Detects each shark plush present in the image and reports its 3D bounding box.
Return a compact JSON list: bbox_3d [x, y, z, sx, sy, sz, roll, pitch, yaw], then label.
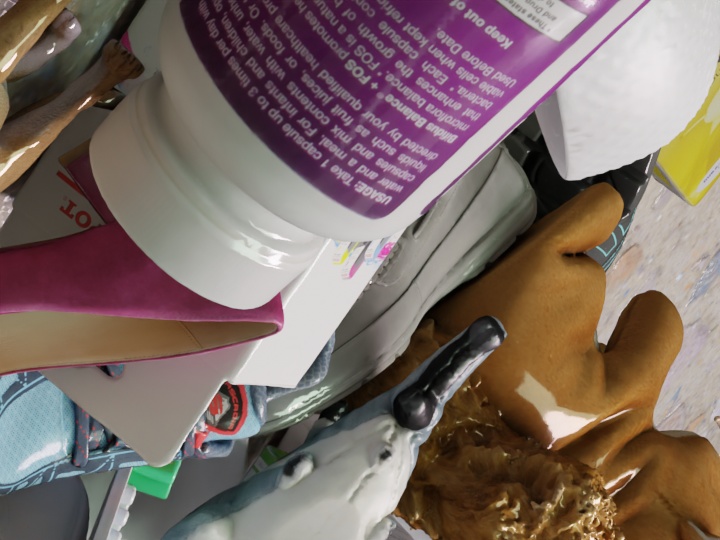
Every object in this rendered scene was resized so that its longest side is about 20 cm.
[{"bbox_3d":[-0.022,0.082,1.214,0.200,0.091,0.083,-55,-164,25],"label":"shark plush"}]

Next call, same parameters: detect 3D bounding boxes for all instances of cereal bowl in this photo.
[{"bbox_3d":[0.089,-0.137,1.039,0.083,0.200,0.200,-14,152,1],"label":"cereal bowl"}]

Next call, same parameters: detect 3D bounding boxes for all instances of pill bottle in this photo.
[{"bbox_3d":[0.006,-0.081,0.906,0.200,0.112,0.112,-43,161,23],"label":"pill bottle"}]

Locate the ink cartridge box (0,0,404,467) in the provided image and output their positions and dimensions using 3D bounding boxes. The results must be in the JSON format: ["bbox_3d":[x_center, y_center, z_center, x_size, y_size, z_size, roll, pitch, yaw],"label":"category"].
[{"bbox_3d":[-0.046,-0.036,1.052,0.200,0.115,0.068,-55,160,9],"label":"ink cartridge box"}]

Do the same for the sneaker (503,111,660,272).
[{"bbox_3d":[0.101,-0.036,1.399,0.079,0.075,0.200,-40,165,-47],"label":"sneaker"}]

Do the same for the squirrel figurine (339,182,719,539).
[{"bbox_3d":[0.087,0.090,1.301,0.141,0.187,0.200,-29,-171,41],"label":"squirrel figurine"}]

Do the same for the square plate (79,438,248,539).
[{"bbox_3d":[-0.128,0.134,1.258,0.200,0.028,0.198,-38,153,-28],"label":"square plate"}]

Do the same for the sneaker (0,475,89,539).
[{"bbox_3d":[-0.183,0.110,1.080,0.200,0.075,0.089,-31,137,-37],"label":"sneaker"}]

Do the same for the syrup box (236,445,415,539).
[{"bbox_3d":[0.008,0.172,1.259,0.079,0.200,0.081,27,102,-43],"label":"syrup box"}]

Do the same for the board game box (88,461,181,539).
[{"bbox_3d":[-0.123,0.180,1.130,0.200,0.026,0.200,-76,-172,-64],"label":"board game box"}]

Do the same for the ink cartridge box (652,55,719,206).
[{"bbox_3d":[0.198,-0.143,1.436,0.198,0.047,0.200,-51,159,1],"label":"ink cartridge box"}]

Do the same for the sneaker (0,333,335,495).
[{"bbox_3d":[-0.084,0.037,1.100,0.200,0.095,0.079,-28,124,-49],"label":"sneaker"}]

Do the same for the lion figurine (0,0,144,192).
[{"bbox_3d":[-0.139,-0.054,0.917,0.122,0.072,0.200,-46,159,-6],"label":"lion figurine"}]

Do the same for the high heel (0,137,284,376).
[{"bbox_3d":[-0.125,0.035,0.999,0.200,0.096,0.067,-33,155,-3],"label":"high heel"}]

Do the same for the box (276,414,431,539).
[{"bbox_3d":[-0.014,0.183,1.438,0.200,0.106,0.152,-57,156,12],"label":"box"}]

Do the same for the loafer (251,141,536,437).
[{"bbox_3d":[0.000,0.000,1.248,0.070,0.070,0.200,-18,-159,50],"label":"loafer"}]
